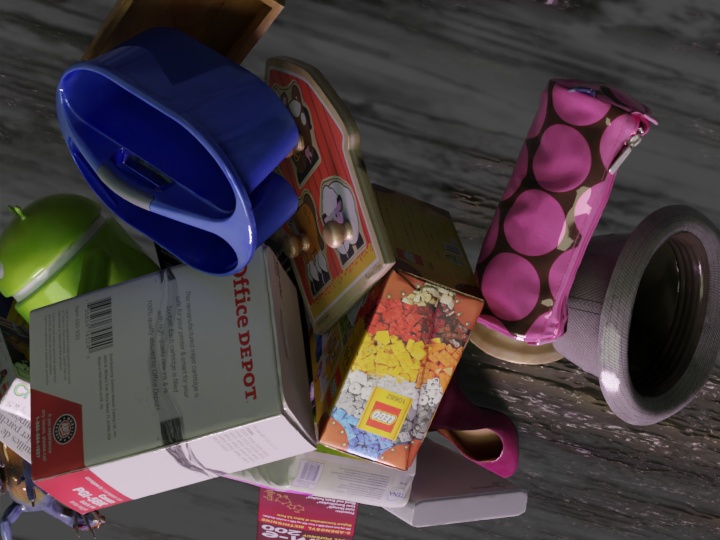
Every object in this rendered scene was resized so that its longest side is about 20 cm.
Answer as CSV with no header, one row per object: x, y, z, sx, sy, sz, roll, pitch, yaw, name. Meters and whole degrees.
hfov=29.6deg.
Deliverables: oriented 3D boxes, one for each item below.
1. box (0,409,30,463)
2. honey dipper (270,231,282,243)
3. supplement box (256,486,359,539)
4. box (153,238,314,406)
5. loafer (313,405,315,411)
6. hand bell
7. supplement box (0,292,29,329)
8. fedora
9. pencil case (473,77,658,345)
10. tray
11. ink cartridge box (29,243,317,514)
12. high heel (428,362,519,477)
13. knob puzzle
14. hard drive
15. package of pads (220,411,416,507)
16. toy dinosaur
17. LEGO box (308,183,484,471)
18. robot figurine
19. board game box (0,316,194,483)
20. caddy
-0.330,0.111,1.193,0.199,0.039,0.041,36,175,6,box
0.000,0.000,1.199,0.198,0.038,0.038,21,137,-6,honey dipper
-0.053,0.239,1.442,0.107,0.061,0.201,8,138,1,supplement box
-0.110,0.034,1.212,0.142,0.036,0.201,24,145,25,box
-0.045,0.104,1.304,0.198,0.073,0.073,-12,96,30,loafer
0.143,-0.034,1.113,0.103,0.105,0.202,6,125,4,hand bell
-0.299,0.126,1.330,0.199,0.110,0.109,31,135,-22,supplement box
0.218,0.030,1.107,0.090,0.199,0.179,13,102,36,fedora
0.147,-0.042,1.013,0.090,0.093,0.202,-1,115,-50,pencil case
-0.146,-0.172,1.038,0.098,0.037,0.200,28,135,-19,tray
-0.141,0.082,1.022,0.198,0.148,0.083,-16,149,11,ink cartridge box
0.099,0.165,1.307,0.067,0.097,0.200,-17,131,26,high heel
-0.045,-0.067,1.029,0.030,0.221,0.221,-14,143,-22,knob puzzle
0.039,0.181,1.244,0.131,0.199,0.027,1,103,-36,hard drive
-0.068,0.148,1.146,0.199,0.069,0.154,6,171,44,package of pads
-0.298,0.199,1.292,0.104,0.203,0.182,-8,173,0,toy dinosaur
0.022,0.039,1.078,0.076,0.200,0.150,19,108,-11,LEGO box
-0.234,0.018,1.182,0.200,0.116,0.175,49,165,-14,robot figurine
-0.240,0.116,1.222,0.199,0.126,0.035,28,100,-32,board game box
-0.136,-0.082,0.978,0.199,0.105,0.142,32,142,26,caddy
